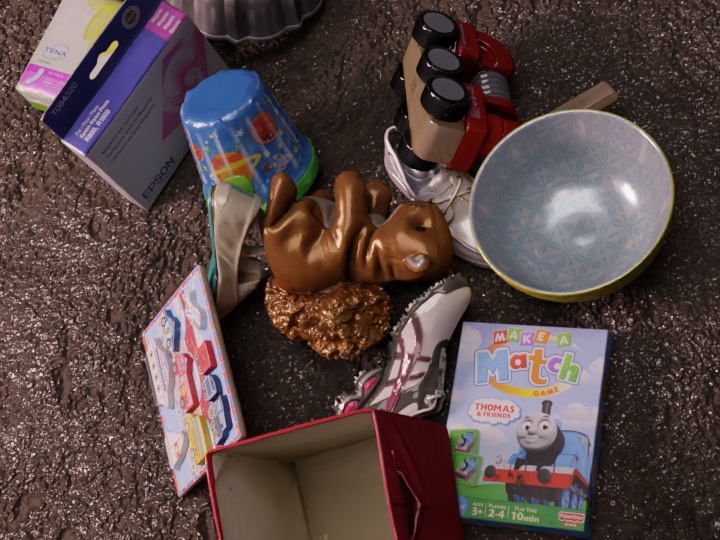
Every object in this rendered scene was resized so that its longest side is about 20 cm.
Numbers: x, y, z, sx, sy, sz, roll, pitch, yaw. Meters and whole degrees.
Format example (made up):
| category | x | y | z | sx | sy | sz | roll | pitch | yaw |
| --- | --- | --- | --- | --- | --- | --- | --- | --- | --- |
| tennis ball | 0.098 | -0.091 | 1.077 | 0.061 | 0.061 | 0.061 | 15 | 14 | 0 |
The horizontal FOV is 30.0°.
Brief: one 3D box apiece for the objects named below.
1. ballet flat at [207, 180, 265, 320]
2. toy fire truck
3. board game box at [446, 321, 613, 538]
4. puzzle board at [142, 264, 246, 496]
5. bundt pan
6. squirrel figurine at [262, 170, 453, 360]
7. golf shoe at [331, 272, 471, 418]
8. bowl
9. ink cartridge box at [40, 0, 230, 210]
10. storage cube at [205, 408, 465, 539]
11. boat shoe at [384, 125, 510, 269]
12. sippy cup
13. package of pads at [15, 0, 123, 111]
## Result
| category | x | y | z | sx | sy | sz | roll | pitch | yaw |
| --- | --- | --- | --- | --- | --- | --- | --- | --- | --- |
| ballet flat | -0.131 | -0.012 | 1.421 | 0.069 | 0.200 | 0.070 | 4 | 49 | -5 |
| toy fire truck | 0.148 | -0.186 | 1.415 | 0.200 | 0.129 | 0.176 | 12 | 43 | -15 |
| board game box | 0.160 | 0.152 | 1.316 | 0.151 | 0.037 | 0.200 | 2 | 68 | 22 |
| puzzle board | -0.182 | 0.117 | 1.414 | 0.151 | 0.017 | 0.200 | -45 | 52 | 43 |
| bundt pan | -0.138 | -0.366 | 1.587 | 0.201 | 0.076 | 0.202 | -1 | 57 | 2 |
| squirrel figurine | 0.000 | 0.000 | 1.392 | 0.186 | 0.142 | 0.200 | 10 | 81 | 19 |
| golf shoe | 0.062 | 0.097 | 1.355 | 0.088 | 0.077 | 0.200 | 38 | 98 | 23 |
| bowl | 0.218 | -0.049 | 1.340 | 0.200 | 0.108 | 0.200 | -8 | 65 | 17 |
| ink cartridge box | -0.242 | -0.193 | 1.514 | 0.043 | 0.200 | 0.197 | 29 | 80 | 27 |
| storage cube | -0.012 | 0.235 | 1.235 | 0.200 | 0.180 | 0.171 | -17 | 73 | 21 |
| boat shoe | 0.088 | -0.080 | 1.421 | 0.071 | 0.069 | 0.200 | -43 | 62 | -5 |
| sippy cup | -0.130 | -0.144 | 1.471 | 0.140 | 0.130 | 0.178 | -39 | 42 | -16 |
| package of pads | -0.303 | -0.253 | 1.636 | 0.200 | 0.068 | 0.155 | 19 | 76 | 25 |
